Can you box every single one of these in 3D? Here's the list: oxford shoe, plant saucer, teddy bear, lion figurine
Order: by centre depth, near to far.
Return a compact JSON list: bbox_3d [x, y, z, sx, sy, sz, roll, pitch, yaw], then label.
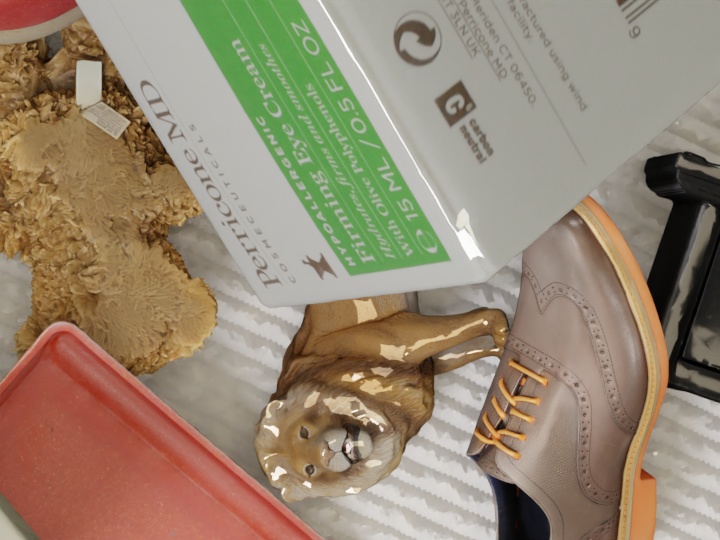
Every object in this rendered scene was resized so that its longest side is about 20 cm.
[{"bbox_3d":[0.086,0.059,1.260,0.073,0.071,0.200,-22,121,-28],"label":"oxford shoe"},{"bbox_3d":[-0.132,0.150,1.269,0.200,0.037,0.200,43,84,-27],"label":"plant saucer"},{"bbox_3d":[-0.123,-0.047,1.295,0.145,0.067,0.200,-31,86,-11],"label":"teddy bear"},{"bbox_3d":[0.000,0.000,1.304,0.122,0.072,0.200,-11,77,3],"label":"lion figurine"}]

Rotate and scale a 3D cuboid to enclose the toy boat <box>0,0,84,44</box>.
[{"bbox_3d":[-0.138,-0.194,1.234,0.200,0.131,0.131,-41,64,-9],"label":"toy boat"}]

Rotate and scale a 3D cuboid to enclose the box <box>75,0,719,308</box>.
[{"bbox_3d":[0.020,-0.121,1.168,0.200,0.171,0.199,-39,106,-28],"label":"box"}]

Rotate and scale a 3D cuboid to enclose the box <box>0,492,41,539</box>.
[{"bbox_3d":[-0.203,0.087,1.176,0.082,0.068,0.200,-41,70,-3],"label":"box"}]

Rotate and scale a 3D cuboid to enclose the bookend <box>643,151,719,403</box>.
[{"bbox_3d":[0.198,0.071,1.299,0.200,0.092,0.199,19,89,-3],"label":"bookend"}]
